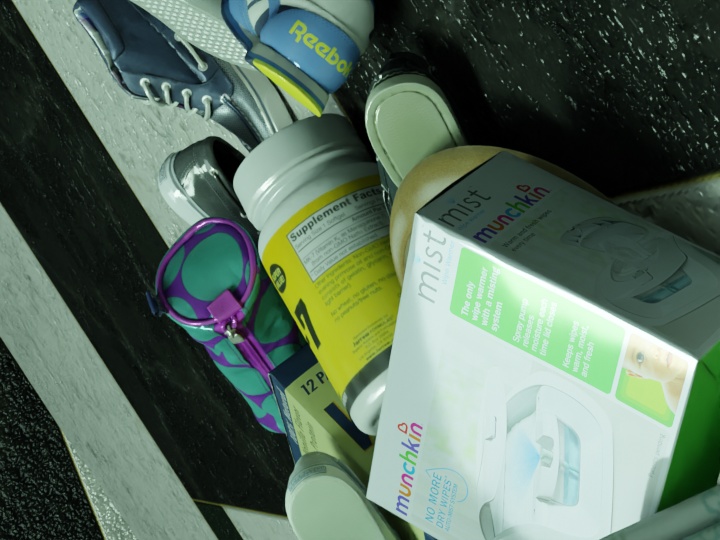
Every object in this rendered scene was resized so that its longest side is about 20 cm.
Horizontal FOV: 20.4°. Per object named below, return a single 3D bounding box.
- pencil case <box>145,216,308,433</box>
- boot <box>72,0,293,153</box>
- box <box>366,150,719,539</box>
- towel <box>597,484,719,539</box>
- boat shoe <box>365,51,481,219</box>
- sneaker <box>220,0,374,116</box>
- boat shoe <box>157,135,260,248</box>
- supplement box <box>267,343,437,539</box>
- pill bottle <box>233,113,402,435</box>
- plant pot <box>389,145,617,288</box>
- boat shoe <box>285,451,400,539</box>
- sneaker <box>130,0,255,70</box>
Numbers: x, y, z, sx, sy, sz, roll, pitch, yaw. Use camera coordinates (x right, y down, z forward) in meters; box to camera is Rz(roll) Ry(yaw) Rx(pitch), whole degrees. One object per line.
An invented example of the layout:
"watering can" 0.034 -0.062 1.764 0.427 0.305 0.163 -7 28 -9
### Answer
"pencil case" -0.079 0.047 1.465 0.200 0.084 0.093 55 -164 -55
"boot" -0.129 -0.139 1.500 0.201 0.090 0.073 55 162 1
"box" 0.109 0.066 1.086 0.176 0.097 0.201 28 129 24
"towel" 0.192 0.185 1.055 0.048 0.198 0.172 -125 17 -45
"boat shoe" 0.050 -0.050 1.248 0.066 0.074 0.200 -95 -20 -53
"sneaker" -0.035 -0.162 1.269 0.074 0.083 0.200 33 -170 -23
"boat shoe" -0.059 -0.036 1.506 0.200 0.070 0.066 39 128 -25
"supplement box" 0.057 0.152 1.463 0.200 0.134 0.201 42 158 35
"pill bottle" 0.000 0.000 1.359 0.201 0.114 0.115 59 164 21
"plant pot" 0.097 0.015 1.179 0.199 0.028 0.201 25 142 21
"boat shoe" 0.011 0.209 1.375 0.202 0.070 0.072 61 -173 -18
"sneaker" -0.117 -0.224 1.379 0.199 0.105 0.075 29 163 -18
